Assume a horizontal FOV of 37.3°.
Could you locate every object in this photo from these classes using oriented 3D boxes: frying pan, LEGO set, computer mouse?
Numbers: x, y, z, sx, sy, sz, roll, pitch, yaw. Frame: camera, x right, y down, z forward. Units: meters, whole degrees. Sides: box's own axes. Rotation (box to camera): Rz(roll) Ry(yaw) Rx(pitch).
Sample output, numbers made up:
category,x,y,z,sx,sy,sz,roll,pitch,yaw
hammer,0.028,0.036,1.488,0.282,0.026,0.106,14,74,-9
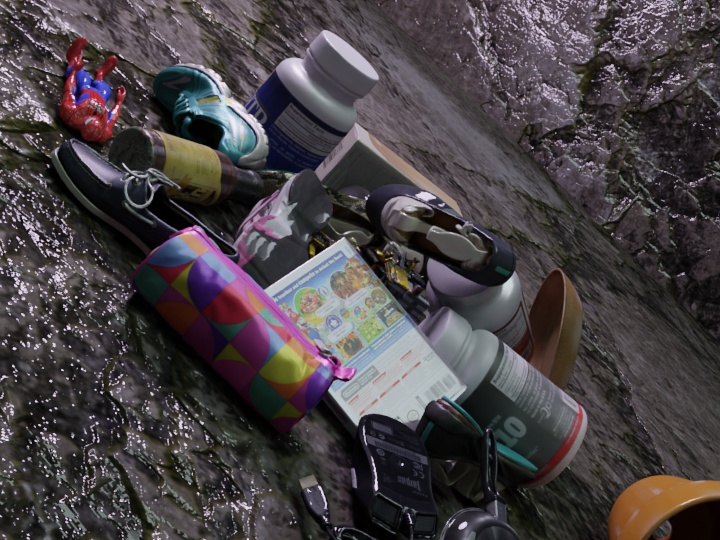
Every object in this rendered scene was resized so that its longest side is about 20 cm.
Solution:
category,x,y,z,sx,sy,sz,roll,pitch,yaw
frying pan,0.126,0.239,0.946,0.115,0.031,0.190,49,43,-14
LEGO set,0.000,0.000,1.180,0.154,0.116,0.200,40,18,-11
computer mouse,0.003,0.191,0.900,0.140,0.046,0.200,20,27,-24

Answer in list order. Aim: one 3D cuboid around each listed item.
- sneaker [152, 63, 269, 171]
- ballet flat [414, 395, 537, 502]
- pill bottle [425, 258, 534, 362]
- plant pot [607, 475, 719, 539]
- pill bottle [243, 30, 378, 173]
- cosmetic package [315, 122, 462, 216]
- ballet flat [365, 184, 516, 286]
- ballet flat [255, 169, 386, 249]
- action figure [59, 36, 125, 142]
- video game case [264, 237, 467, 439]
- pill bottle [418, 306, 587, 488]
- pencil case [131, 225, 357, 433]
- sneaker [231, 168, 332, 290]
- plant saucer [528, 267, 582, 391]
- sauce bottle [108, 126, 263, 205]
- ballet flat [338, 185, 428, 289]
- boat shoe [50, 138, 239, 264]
category,x,y,z,sx,sy,sz,roll,pitch,yaw
sneaker,-0.188,-0.184,1.257,0.080,0.078,0.200,-11,41,-44
ballet flat,0.107,0.185,1.058,0.068,0.068,0.200,33,-5,44
pill bottle,0.139,0.046,1.263,0.112,0.112,0.200,57,-4,36
plant pot,0.352,0.308,1.148,0.200,0.200,0.183,41,3,-7
pill bottle,-0.075,-0.190,1.314,0.120,0.200,0.120,38,19,-15
cosmetic package,0.037,-0.105,1.512,0.200,0.105,0.071,37,19,-21
ballet flat,0.078,-0.044,1.164,0.200,0.073,0.073,30,11,27
ballet flat,-0.045,-0.067,1.291,0.200,0.068,0.075,16,39,-34
action figure,-0.285,-0.189,1.130,0.065,0.052,0.200,36,22,-32
video game case,0.001,0.076,1.045,0.200,0.018,0.143,51,48,4
pill bottle,0.140,0.138,1.172,0.200,0.114,0.114,39,19,-12
pencil case,-0.102,0.048,0.921,0.200,0.088,0.088,42,18,2
sneaker,-0.099,-0.022,1.108,0.080,0.086,0.200,55,36,-14
plant saucer,0.234,0.098,1.323,0.035,0.200,0.200,15,22,-3
sauce bottle,-0.176,-0.103,1.132,0.065,0.065,0.200,52,21,26
ballet flat,0.033,-0.037,1.405,0.200,0.068,0.068,39,25,19
boat shoe,-0.199,-0.058,0.990,0.200,0.062,0.075,44,21,4
